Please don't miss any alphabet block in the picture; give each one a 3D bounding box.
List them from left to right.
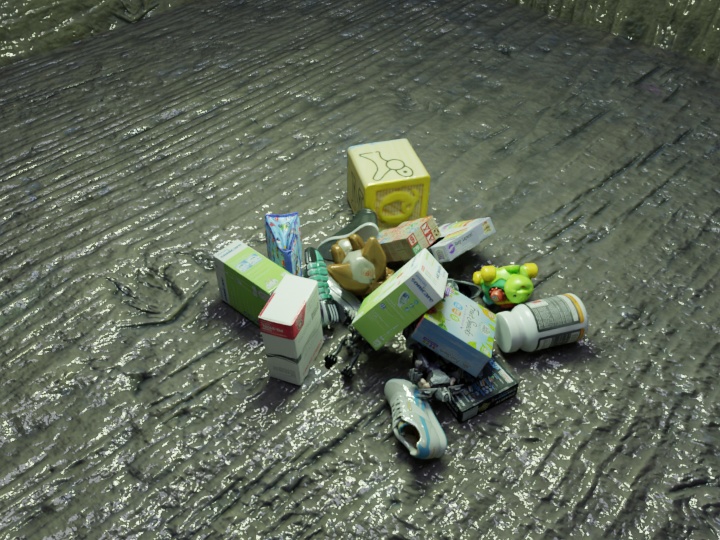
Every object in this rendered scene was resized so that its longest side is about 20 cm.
[{"bbox_3d":[0.075,-0.235,1.867,0.194,0.197,0.201,-11,44,-10],"label":"alphabet block"}]

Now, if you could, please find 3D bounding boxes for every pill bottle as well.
[{"bbox_3d":[0.424,0.128,1.538,0.198,0.117,0.117,-10,44,-13],"label":"pill bottle"}]

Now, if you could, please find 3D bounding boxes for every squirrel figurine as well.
[{"bbox_3d":[0.000,0.000,1.651,0.141,0.200,0.187,-42,20,-4],"label":"squirrel figurine"}]

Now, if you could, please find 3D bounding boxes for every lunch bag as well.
[{"bbox_3d":[-0.192,-0.032,1.660,0.093,0.152,0.201,-5,37,-7],"label":"lunch bag"}]

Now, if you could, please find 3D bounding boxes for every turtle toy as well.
[{"bbox_3d":[0.367,0.039,1.607,0.144,0.200,0.102,-4,81,-5],"label":"turtle toy"}]

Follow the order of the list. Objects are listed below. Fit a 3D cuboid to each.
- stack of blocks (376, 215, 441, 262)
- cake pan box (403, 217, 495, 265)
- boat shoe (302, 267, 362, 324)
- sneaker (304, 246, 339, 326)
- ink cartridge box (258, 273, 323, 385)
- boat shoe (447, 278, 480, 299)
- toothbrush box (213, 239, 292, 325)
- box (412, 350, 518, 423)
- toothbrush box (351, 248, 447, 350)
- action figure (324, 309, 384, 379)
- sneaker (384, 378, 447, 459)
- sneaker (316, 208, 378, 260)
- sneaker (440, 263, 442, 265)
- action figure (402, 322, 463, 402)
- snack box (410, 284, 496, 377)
[{"bbox_3d":[0.101,-0.077,1.717,0.199,0.059,0.115,-9,26,51],"label":"stack of blocks"},{"bbox_3d":[0.228,-0.074,1.729,0.199,0.053,0.184,-30,12,-31],"label":"cake pan box"},{"bbox_3d":[-0.067,0.053,1.647,0.065,0.072,0.200,-28,50,-33],"label":"boat shoe"},{"bbox_3d":[-0.122,0.045,1.590,0.087,0.074,0.202,-24,72,26],"label":"sneaker"},{"bbox_3d":[-0.151,0.134,1.462,0.084,0.201,0.145,12,44,16],"label":"ink cartridge box"},{"bbox_3d":[0.212,0.054,1.597,0.199,0.068,0.072,5,74,-35],"label":"boat shoe"},{"bbox_3d":[-0.257,0.040,1.589,0.199,0.146,0.086,29,49,28],"label":"toothbrush box"},{"bbox_3d":[0.234,0.230,1.477,0.158,0.046,0.200,-21,47,-22],"label":"box"},{"bbox_3d":[0.089,0.063,1.437,0.086,0.200,0.146,48,23,-7],"label":"toothbrush box"},{"bbox_3d":[-0.003,0.153,1.509,0.119,0.102,0.201,39,49,-9],"label":"action figure"},{"bbox_3d":[0.101,0.303,1.359,0.080,0.077,0.200,8,32,-39],"label":"sneaker"},{"bbox_3d":[-0.029,-0.099,1.770,0.199,0.071,0.100,-25,29,27],"label":"sneaker"},{"bbox_3d":[0.148,0.032,1.667,0.087,0.076,0.200,19,45,18],"label":"sneaker"},{"bbox_3d":[0.152,0.204,1.410,0.129,0.070,0.201,9,39,-32],"label":"action figure"},{"bbox_3d":[0.213,0.123,1.449,0.168,0.068,0.200,32,29,1],"label":"snack box"}]
